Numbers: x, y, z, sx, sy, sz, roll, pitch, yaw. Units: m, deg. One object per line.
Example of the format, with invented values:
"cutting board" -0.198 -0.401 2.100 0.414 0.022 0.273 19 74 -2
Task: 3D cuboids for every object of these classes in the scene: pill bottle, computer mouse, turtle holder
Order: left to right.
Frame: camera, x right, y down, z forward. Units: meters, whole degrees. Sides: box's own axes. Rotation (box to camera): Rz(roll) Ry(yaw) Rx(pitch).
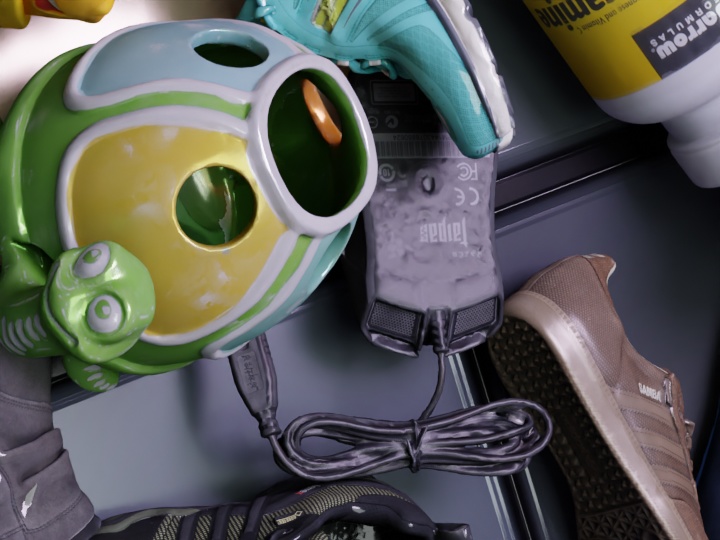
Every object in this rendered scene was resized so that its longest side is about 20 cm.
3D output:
"turtle holder" -0.078 -0.033 0.928 0.185 0.131 0.142 -1 78 -55
"computer mouse" 0.000 0.000 1.041 0.139 0.046 0.202 -7 81 -18
"pill bottle" 0.132 -0.141 1.082 0.112 0.112 0.200 -44 107 -22

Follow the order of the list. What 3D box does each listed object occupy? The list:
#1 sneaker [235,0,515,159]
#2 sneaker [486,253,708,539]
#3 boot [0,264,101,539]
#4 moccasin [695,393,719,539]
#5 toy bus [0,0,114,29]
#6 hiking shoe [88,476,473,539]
"sneaker" -0.012 -0.116 1.013 0.080 0.078 0.200 -42 78 -11
"sneaker" 0.133 0.085 1.098 0.075 0.070 0.201 -37 109 -34
"boot" -0.189 0.079 0.914 0.199 0.070 0.133 -16 96 -38
"moccasin" 0.217 0.065 1.141 0.080 0.068 0.202 18 77 -25
"toy bus" -0.065 -0.186 0.942 0.190 0.136 0.202 12 83 -7
"hiking shoe" -0.054 0.130 0.980 0.199 0.100 0.076 -21 96 -27
